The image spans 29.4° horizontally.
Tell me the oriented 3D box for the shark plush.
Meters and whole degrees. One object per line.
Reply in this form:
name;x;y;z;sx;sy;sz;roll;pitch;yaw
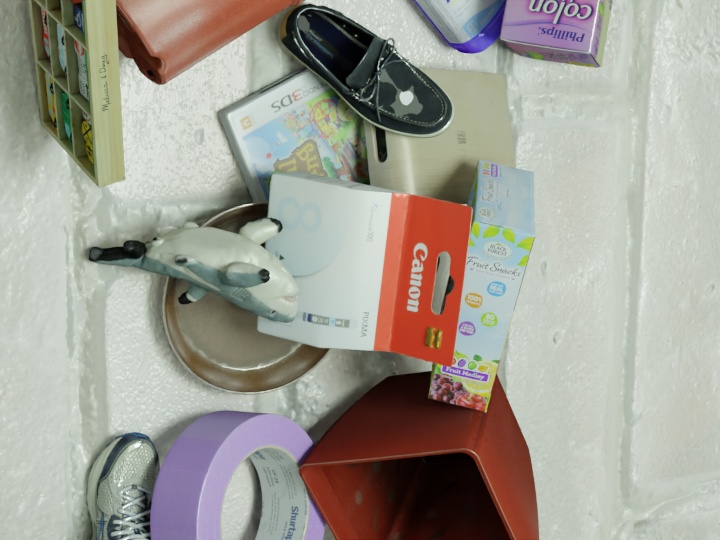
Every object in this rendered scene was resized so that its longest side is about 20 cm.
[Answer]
shark plush;-0.157;0.007;1.298;0.199;0.091;0.083;1;130;-8

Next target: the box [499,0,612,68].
box;0.220;-0.326;1.450;0.176;0.096;0.201;-17;116;-76

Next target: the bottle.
bottle;0.080;-0.319;1.433;0.084;0.065;0.200;-52;122;-15

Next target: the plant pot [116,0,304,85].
plant pot;-0.149;-0.282;1.229;0.195;0.201;0.201;-39;119;-11

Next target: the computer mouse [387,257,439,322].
computer mouse;0.032;0.013;1.415;0.053;0.200;0.139;28;85;-5

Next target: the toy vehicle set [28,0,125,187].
toy vehicle set;-0.245;-0.187;1.176;0.026;0.124;0.201;-20;131;-29

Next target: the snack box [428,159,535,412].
snack box;0.123;0.012;1.389;0.067;0.169;0.201;14;115;0

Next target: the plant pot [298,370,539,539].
plant pot;0.083;0.211;1.457;0.200;0.199;0.176;64;32;-29

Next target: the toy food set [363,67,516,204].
toy food set;0.088;-0.138;1.470;0.200;0.060;0.144;-4;86;-41

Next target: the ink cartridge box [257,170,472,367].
ink cartridge box;0.000;0.000;1.314;0.047;0.199;0.161;-16;115;-60

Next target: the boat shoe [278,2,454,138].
boat shoe;0.007;-0.199;1.366;0.200;0.062;0.075;35;83;-6

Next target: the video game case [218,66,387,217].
video game case;-0.035;-0.112;1.428;0.182;0.022;0.201;-31;115;-24

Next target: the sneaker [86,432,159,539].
sneaker;-0.226;0.260;1.345;0.077;0.085;0.201;8;95;-34

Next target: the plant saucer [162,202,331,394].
plant saucer;-0.107;0.026;1.390;0.200;0.032;0.201;-7;107;-23

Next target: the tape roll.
tape roll;-0.119;0.243;1.381;0.200;0.065;0.201;-1;91;-53
